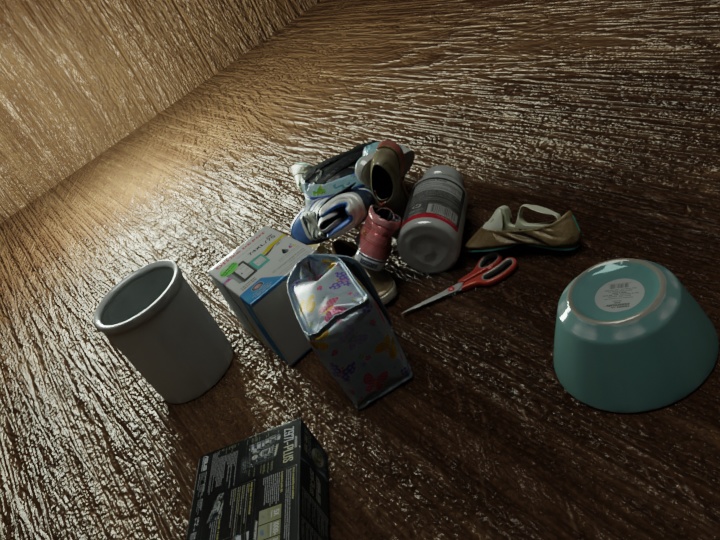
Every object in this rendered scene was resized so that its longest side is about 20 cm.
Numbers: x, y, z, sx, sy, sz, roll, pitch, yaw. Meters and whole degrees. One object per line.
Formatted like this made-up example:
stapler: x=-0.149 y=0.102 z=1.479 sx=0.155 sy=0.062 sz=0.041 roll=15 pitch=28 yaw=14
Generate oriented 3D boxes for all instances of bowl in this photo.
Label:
bowl: x=0.322 y=0.061 z=0.837 sx=0.199 sy=0.106 sz=0.202 roll=-22 pitch=32 yaw=14

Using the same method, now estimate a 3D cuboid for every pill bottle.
pill bottle: x=0.133 y=-0.099 z=1.205 sx=0.109 sy=0.111 sz=0.201 roll=-12 pitch=36 yaw=26

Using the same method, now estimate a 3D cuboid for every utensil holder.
utensil holder: x=-0.344 y=0.113 z=1.213 sx=0.168 sy=0.201 sz=0.171 roll=-20 pitch=32 yaw=13

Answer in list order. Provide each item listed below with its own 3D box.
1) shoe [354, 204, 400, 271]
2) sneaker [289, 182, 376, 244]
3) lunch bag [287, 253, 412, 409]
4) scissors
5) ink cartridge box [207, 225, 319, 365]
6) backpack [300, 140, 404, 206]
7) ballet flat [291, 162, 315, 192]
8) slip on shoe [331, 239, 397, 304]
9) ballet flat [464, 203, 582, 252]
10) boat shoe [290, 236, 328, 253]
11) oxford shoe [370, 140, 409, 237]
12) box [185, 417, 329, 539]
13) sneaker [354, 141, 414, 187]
shoe: x=0.035 y=-0.070 z=1.215 sx=0.200 sy=0.071 sz=0.092 roll=-76 pitch=8 yaw=-74
sneaker: x=-0.072 y=-0.093 z=1.264 sx=0.198 sy=0.081 sz=0.146 roll=-21 pitch=6 yaw=24
lunch bag: x=-0.022 y=0.074 z=1.034 sx=0.126 sy=0.171 sz=0.200 roll=-32 pitch=31 yaw=-3
scissors: x=0.160 y=0.029 z=1.098 sx=0.199 sy=0.014 sz=0.073 roll=-32 pitch=33 yaw=-5
ink cartridge box: x=-0.146 y=0.038 z=1.207 sx=0.146 sy=0.147 sz=0.199 roll=-40 pitch=33 yaw=-17
backpack: x=-0.028 y=-0.184 z=1.439 sx=0.198 sy=0.156 sz=0.163 roll=-15 pitch=29 yaw=-34
ballet flat: x=-0.106 y=-0.217 z=1.618 sx=0.198 sy=0.068 sz=0.076 roll=6 pitch=62 yaw=41
slip on shoe: x=0.000 y=0.000 z=1.223 sx=0.076 sy=0.061 sz=0.200 roll=-32 pitch=32 yaw=-4
ballet flat: x=0.255 y=-0.069 z=1.095 sx=0.198 sy=0.073 sz=0.068 roll=1 pitch=18 yaw=40
boat shoe: x=-0.162 y=-0.037 z=1.397 sx=0.198 sy=0.070 sz=0.074 roll=-9 pitch=36 yaw=28
oxford shoe: x=0.047 y=-0.132 z=1.239 sx=0.070 sy=0.202 sz=0.075 roll=8 pitch=43 yaw=25
box: x=-0.128 y=0.312 z=0.867 sx=0.162 sy=0.087 sz=0.201 roll=-23 pitch=33 yaw=11
sneaker: x=0.028 y=-0.208 z=1.319 sx=0.081 sy=0.075 sz=0.199 roll=24 pitch=22 yaw=23
